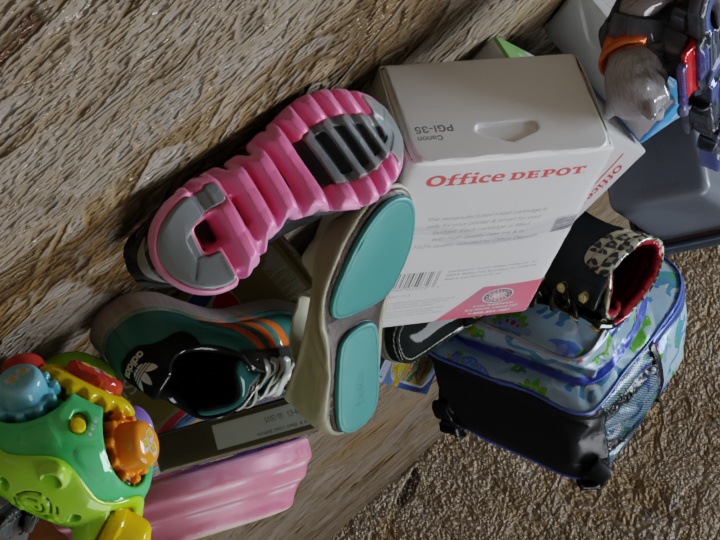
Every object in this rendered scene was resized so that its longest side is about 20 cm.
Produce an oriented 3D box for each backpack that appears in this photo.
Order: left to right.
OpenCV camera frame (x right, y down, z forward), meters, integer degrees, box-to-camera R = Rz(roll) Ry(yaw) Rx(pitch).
[{"bbox_3d":[0.172,0.049,1.894,0.200,0.182,0.147,-44,142,-37],"label":"backpack"}]

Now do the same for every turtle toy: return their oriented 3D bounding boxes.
[{"bbox_3d":[-0.185,0.103,1.414,0.101,0.145,0.200,-62,-170,0],"label":"turtle toy"}]

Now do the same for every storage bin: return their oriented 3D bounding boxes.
[{"bbox_3d":[0.236,-0.122,1.833,0.145,0.201,0.134,-12,170,23],"label":"storage bin"}]

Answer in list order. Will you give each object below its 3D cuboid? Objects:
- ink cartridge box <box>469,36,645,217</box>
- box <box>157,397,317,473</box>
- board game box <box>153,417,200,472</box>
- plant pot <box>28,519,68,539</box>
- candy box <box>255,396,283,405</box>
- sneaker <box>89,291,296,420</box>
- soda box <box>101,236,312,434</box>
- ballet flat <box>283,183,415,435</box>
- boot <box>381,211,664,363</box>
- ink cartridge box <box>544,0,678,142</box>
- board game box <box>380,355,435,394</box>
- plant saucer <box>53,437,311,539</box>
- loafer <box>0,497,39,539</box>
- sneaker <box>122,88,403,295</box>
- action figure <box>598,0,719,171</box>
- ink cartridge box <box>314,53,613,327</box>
[{"bbox_3d":[0.128,-0.086,1.691,0.117,0.067,0.200,-45,147,20],"label":"ink cartridge box"},{"bbox_3d":[-0.069,0.111,1.669,0.121,0.033,0.200,-16,179,9],"label":"box"},{"bbox_3d":[-0.151,0.107,1.807,0.152,0.045,0.200,-33,169,-38],"label":"board game box"},{"bbox_3d":[-0.241,0.290,1.940,0.200,0.200,0.140,-39,154,-4],"label":"plant pot"},{"bbox_3d":[-0.051,0.077,1.962,0.200,0.077,0.169,-45,171,34],"label":"candy box"},{"bbox_3d":[-0.084,0.066,1.528,0.199,0.080,0.072,5,125,-43],"label":"sneaker"},{"bbox_3d":[-0.119,0.056,1.627,0.200,0.064,0.068,-40,171,5],"label":"soda box"},{"bbox_3d":[-0.015,0.017,1.476,0.069,0.069,0.201,-30,142,-45],"label":"ballet flat"},{"bbox_3d":[0.122,0.014,1.777,0.204,0.153,0.074,-43,134,-22],"label":"boot"},{"bbox_3d":[0.252,-0.197,1.725,0.200,0.116,0.068,-33,170,-31],"label":"ink cartridge box"},{"bbox_3d":[0.064,0.001,1.889,0.201,0.034,0.135,-64,159,2],"label":"board game box"},{"bbox_3d":[-0.130,0.174,1.716,0.200,0.051,0.201,-16,177,-1],"label":"plant saucer"},{"bbox_3d":[-0.248,0.172,1.567,0.072,0.063,0.200,-34,-179,-40],"label":"loafer"},{"bbox_3d":[-0.063,-0.045,1.384,0.200,0.079,0.095,-31,-175,-32],"label":"sneaker"},{"bbox_3d":[0.207,-0.162,1.525,0.200,0.104,0.194,82,29,-49],"label":"action figure"},{"bbox_3d":[0.065,-0.051,1.533,0.146,0.083,0.200,-5,148,-20],"label":"ink cartridge box"}]
